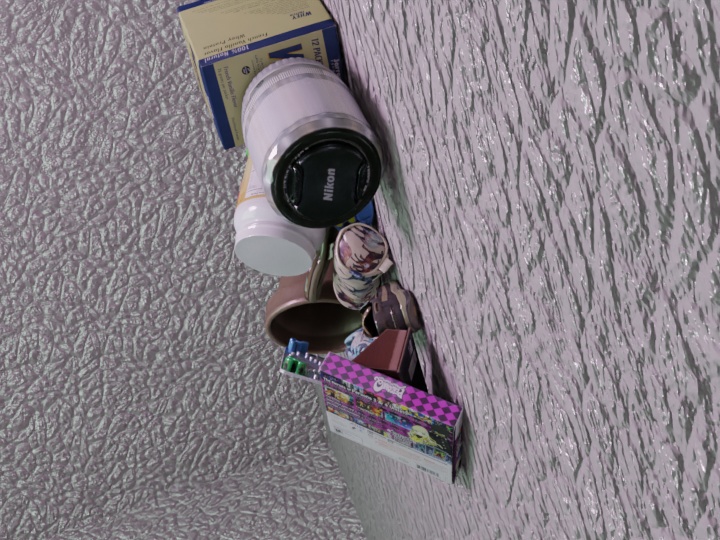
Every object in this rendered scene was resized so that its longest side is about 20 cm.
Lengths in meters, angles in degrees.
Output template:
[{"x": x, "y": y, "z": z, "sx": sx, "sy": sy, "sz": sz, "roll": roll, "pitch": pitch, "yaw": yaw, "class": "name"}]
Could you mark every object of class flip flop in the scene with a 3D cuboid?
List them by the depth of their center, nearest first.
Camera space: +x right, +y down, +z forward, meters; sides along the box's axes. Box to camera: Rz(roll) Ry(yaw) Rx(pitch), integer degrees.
[{"x": -0.039, "y": -0.038, "z": 1.777, "sx": 0.081, "sy": 0.057, "sz": 0.203, "roll": -31, "pitch": -39, "yaw": -73, "class": "flip flop"}]

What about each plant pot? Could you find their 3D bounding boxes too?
[{"x": -0.068, "y": 0.027, "z": 1.949, "sx": 0.201, "sy": 0.196, "sz": 0.177, "roll": 85, "pitch": -177, "yaw": -58, "class": "plant pot"}]

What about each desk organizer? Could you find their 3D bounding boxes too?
[{"x": 0.043, "y": 0.164, "z": 1.564, "sx": 0.201, "sy": 0.076, "sz": 0.073, "roll": 73, "pitch": -152, "yaw": -50, "class": "desk organizer"}]

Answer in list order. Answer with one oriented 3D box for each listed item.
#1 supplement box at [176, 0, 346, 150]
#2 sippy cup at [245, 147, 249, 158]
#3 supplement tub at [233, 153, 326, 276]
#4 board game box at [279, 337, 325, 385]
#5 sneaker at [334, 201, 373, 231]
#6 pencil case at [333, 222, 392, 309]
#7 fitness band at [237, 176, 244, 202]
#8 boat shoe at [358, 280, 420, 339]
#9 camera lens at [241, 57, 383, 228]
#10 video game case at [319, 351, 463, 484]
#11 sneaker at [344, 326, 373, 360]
[{"x": -0.140, "y": -0.306, "z": 1.594, "sx": 0.201, "sy": 0.197, "sz": 0.136, "roll": -118, "pitch": 12, "yaw": -50, "class": "supplement box"}, {"x": -0.124, "y": -0.229, "z": 1.960, "sx": 0.130, "sy": 0.175, "sz": 0.142, "roll": 174, "pitch": 107, "yaw": -71, "class": "sippy cup"}, {"x": -0.115, "y": -0.108, "z": 1.697, "sx": 0.145, "sy": 0.142, "sz": 0.203, "roll": 87, "pitch": -169, "yaw": -62, "class": "supplement tub"}, {"x": -0.033, "y": 0.165, "z": 1.839, "sx": 0.200, "sy": 0.197, "sz": 0.026, "roll": -103, "pitch": 30, "yaw": -84, "class": "board game box"}, {"x": -0.022, "y": -0.144, "z": 1.646, "sx": 0.083, "sy": 0.069, "sz": 0.202, "roll": -76, "pitch": -26, "yaw": -60, "class": "sneaker"}, {"x": 0.000, "y": 0.000, "z": 1.693, "sx": 0.090, "sy": 0.078, "sz": 0.200, "roll": 48, "pitch": 167, "yaw": 12, "class": "pencil case"}, {"x": -0.137, "y": -0.139, "z": 1.954, "sx": 0.200, "sy": 0.141, "sz": 0.038, "roll": 134, "pitch": 147, "yaw": -60, "class": "fitness band"}, {"x": 0.032, "y": 0.059, "z": 1.607, "sx": 0.200, "sy": 0.072, "sz": 0.076, "roll": 172, "pitch": 81, "yaw": -82, "class": "boat shoe"}, {"x": -0.067, "y": -0.167, "z": 1.451, "sx": 0.201, "sy": 0.157, "sz": 0.162, "roll": -116, "pitch": 12, "yaw": -48, "class": "camera lens"}, {"x": 0.043, "y": 0.203, "z": 1.503, "sx": 0.197, "sy": 0.036, "sz": 0.182, "roll": 21, "pitch": 150, "yaw": 18, "class": "video game case"}, {"x": 0.024, "y": 0.141, "z": 1.796, "sx": 0.200, "sy": 0.085, "sz": 0.079, "roll": -137, "pitch": 30, "yaw": -75, "class": "sneaker"}]
